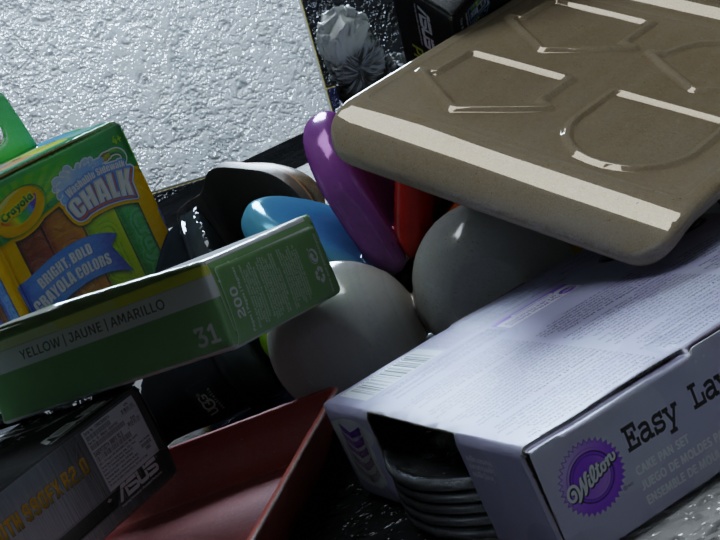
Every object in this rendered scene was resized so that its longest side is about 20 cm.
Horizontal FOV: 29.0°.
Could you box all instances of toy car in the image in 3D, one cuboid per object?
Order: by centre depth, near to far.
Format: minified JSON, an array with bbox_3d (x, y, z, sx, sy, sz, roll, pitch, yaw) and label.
[{"bbox_3d":[0.024,-0.023,0.752,0.200,0.150,0.175,-22,11,14],"label":"toy car"}]

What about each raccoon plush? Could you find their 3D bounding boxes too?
[{"bbox_3d":[0.007,-0.134,0.950,0.097,0.200,0.134,-37,45,-12],"label":"raccoon plush"}]

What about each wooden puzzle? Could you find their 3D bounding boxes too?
[{"bbox_3d":[0.115,-0.077,0.660,0.185,0.046,0.200,22,48,36],"label":"wooden puzzle"}]

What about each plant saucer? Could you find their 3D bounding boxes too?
[{"bbox_3d":[-0.109,0.131,0.606,0.199,0.037,0.200,-22,10,16],"label":"plant saucer"}]

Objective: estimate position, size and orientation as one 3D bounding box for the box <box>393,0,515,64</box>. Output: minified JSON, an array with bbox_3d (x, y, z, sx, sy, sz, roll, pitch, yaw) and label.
[{"bbox_3d":[0.096,-0.152,0.812,0.160,0.044,0.200,-47,-24,-15],"label":"box"}]

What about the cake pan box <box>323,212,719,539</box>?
[{"bbox_3d":[0.100,0.037,0.558,0.200,0.052,0.184,-29,9,-22],"label":"cake pan box"}]

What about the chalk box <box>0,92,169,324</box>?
[{"bbox_3d":[-0.215,-0.021,0.931,0.124,0.200,0.124,-7,22,49],"label":"chalk box"}]

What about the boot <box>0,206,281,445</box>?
[{"bbox_3d":[-0.142,0.054,0.830,0.168,0.076,0.200,-30,30,3],"label":"boot"}]

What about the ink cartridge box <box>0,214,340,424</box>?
[{"bbox_3d":[-0.118,0.032,0.623,0.145,0.048,0.200,-20,4,29],"label":"ink cartridge box"}]

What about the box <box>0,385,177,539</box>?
[{"bbox_3d":[-0.194,0.127,0.589,0.158,0.048,0.200,-18,12,32],"label":"box"}]

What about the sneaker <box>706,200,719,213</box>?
[{"bbox_3d":[0.166,-0.065,0.725,0.075,0.116,0.200,-27,10,-25],"label":"sneaker"}]

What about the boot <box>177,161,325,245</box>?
[{"bbox_3d":[-0.058,-0.046,0.912,0.075,0.074,0.200,-30,8,-22],"label":"boot"}]
